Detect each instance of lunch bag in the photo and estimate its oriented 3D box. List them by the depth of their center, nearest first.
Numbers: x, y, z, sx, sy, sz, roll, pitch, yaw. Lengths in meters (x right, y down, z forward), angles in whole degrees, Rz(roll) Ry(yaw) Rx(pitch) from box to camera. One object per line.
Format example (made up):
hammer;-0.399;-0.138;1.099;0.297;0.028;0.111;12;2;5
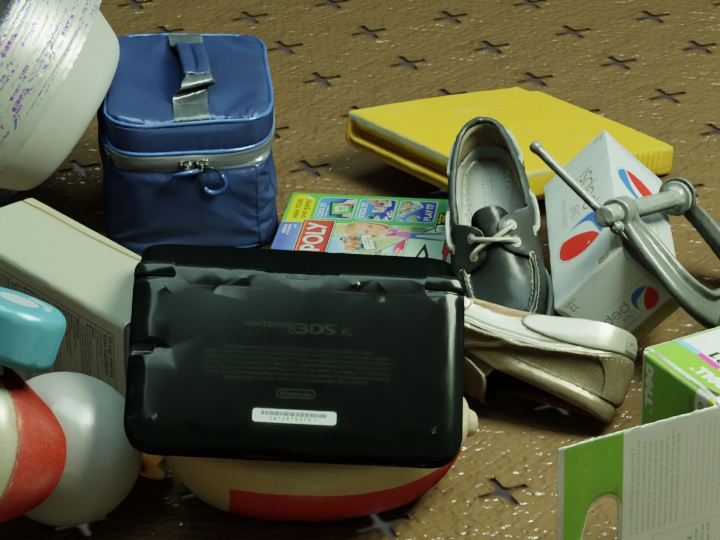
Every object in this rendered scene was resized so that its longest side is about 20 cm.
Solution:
lunch bag;-0.133;-0.105;1.871;0.136;0.132;0.200;-4;27;-5

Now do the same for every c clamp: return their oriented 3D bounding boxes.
c clamp;0.215;-0.028;1.689;0.171;0.027;0.200;52;23;17

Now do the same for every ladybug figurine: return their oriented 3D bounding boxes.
ladybug figurine;-0.027;0.108;1.514;0.200;0.072;0.136;-1;28;-1

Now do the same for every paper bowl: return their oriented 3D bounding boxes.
paper bowl;-0.257;-0.142;1.842;0.104;0.201;0.201;32;21;-18

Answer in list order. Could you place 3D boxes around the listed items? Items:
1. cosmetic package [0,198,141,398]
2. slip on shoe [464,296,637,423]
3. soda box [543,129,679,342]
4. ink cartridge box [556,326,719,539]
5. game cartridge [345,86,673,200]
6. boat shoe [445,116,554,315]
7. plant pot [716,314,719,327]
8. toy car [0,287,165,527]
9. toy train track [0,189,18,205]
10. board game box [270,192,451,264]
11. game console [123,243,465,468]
cosmetic package;-0.187;0.036;1.630;0.073;0.104;0.200;-23;35;-37
slip on shoe;0.082;0.057;1.620;0.200;0.061;0.076;10;-15;12
soda box;0.178;-0.020;1.741;0.064;0.068;0.200;40;22;-16
ink cartridge box;0.180;0.121;1.398;0.200;0.148;0.076;-14;29;-24
game cartridge;0.118;-0.099;1.938;0.200;0.032;0.176;-10;26;-40
boat shoe;0.096;-0.027;1.732;0.074;0.060;0.200;-8;46;10
plant pot;0.306;0.023;1.547;0.200;0.184;0.200;-1;28;0
toy car;-0.210;0.099;1.488;0.177;0.184;0.200;25;8;42
toy train track;-0.313;-0.049;1.875;0.115;0.033;0.200;12;29;24
board game box;0.000;0.000;1.774;0.135;0.029;0.200;4;27;7
game console;-0.040;0.048;1.504;0.200;0.116;0.176;2;67;-2
